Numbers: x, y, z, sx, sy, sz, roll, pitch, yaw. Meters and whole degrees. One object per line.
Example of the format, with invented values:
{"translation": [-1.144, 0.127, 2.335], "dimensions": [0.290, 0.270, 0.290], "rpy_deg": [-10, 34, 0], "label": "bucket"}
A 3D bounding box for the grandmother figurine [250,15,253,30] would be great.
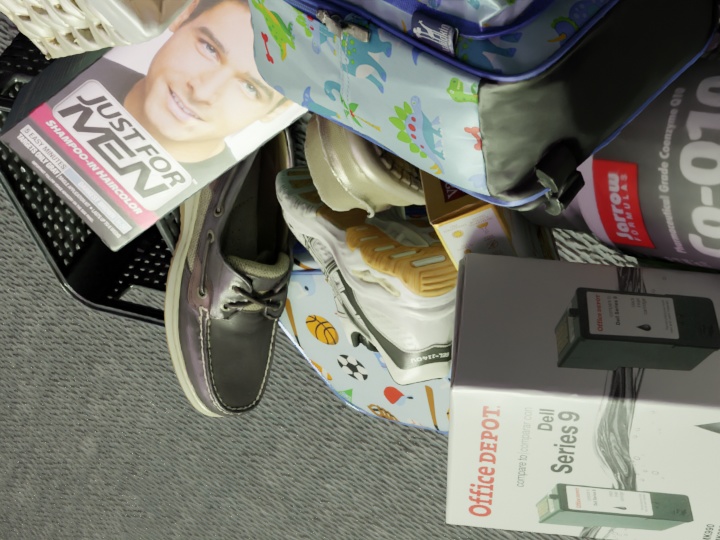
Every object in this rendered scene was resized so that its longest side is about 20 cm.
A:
{"translation": [-0.049, -0.168, 1.153], "dimensions": [0.199, 0.122, 0.060], "rpy_deg": [12, 157, -36], "label": "grandmother figurine"}

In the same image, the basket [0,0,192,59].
{"translation": [-0.165, -0.225, 1.186], "dimensions": [0.200, 0.136, 0.123], "rpy_deg": [47, 152, -22], "label": "basket"}

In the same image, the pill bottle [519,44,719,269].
{"translation": [0.176, -0.057, 1.105], "dimensions": [0.199, 0.114, 0.114], "rpy_deg": [9, 142, 37], "label": "pill bottle"}

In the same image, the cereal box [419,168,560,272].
{"translation": [0.075, -0.025, 1.216], "dimensions": [0.039, 0.144, 0.200], "rpy_deg": [-20, 140, 11], "label": "cereal box"}

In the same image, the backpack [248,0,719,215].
{"translation": [0.046, -0.149, 1.039], "dimensions": [0.199, 0.183, 0.148], "rpy_deg": [24, 143, 32], "label": "backpack"}

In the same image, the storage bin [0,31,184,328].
{"translation": [-0.151, -0.063, 1.448], "dimensions": [0.135, 0.094, 0.201], "rpy_deg": [13, 144, 33], "label": "storage bin"}

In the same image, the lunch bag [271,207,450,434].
{"translation": [0.036, 0.026, 1.413], "dimensions": [0.199, 0.076, 0.161], "rpy_deg": [-3, 131, 47], "label": "lunch bag"}

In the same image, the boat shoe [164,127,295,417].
{"translation": [-0.074, -0.004, 1.387], "dimensions": [0.065, 0.072, 0.201], "rpy_deg": [15, 103, 52], "label": "boat shoe"}

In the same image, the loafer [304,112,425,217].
{"translation": [0.003, -0.063, 1.215], "dimensions": [0.200, 0.068, 0.076], "rpy_deg": [-5, -104, -79], "label": "loafer"}

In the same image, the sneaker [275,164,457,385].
{"translation": [0.000, 0.000, 1.289], "dimensions": [0.200, 0.075, 0.088], "rpy_deg": [-128, 34, -61], "label": "sneaker"}

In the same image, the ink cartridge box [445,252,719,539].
{"translation": [0.143, 0.071, 1.137], "dimensions": [0.199, 0.084, 0.146], "rpy_deg": [4, 145, 4], "label": "ink cartridge box"}

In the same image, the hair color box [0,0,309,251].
{"translation": [-0.098, -0.108, 1.268], "dimensions": [0.200, 0.061, 0.099], "rpy_deg": [-34, 113, 25], "label": "hair color box"}

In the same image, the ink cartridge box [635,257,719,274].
{"translation": [0.245, 0.038, 1.219], "dimensions": [0.147, 0.076, 0.200], "rpy_deg": [13, 146, 31], "label": "ink cartridge box"}
